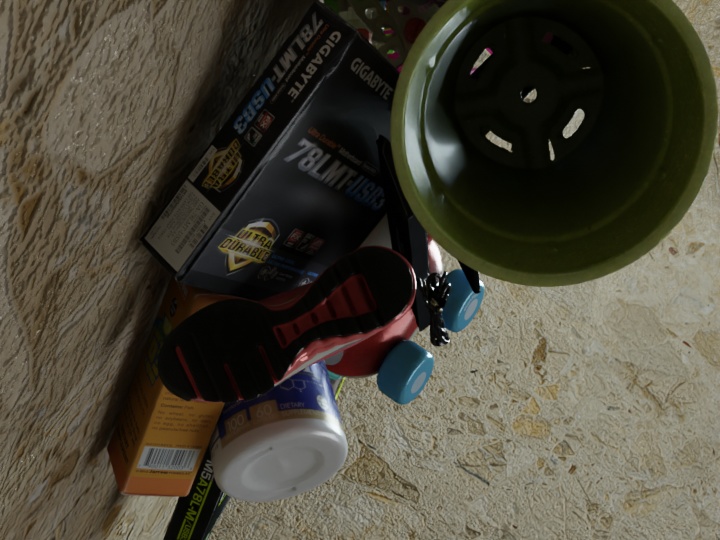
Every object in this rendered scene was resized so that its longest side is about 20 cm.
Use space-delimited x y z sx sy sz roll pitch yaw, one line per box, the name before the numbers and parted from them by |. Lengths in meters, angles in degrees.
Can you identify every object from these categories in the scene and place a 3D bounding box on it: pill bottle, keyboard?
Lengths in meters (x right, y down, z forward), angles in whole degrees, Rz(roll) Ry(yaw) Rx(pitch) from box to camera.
pill bottle | -0.091 0.095 0.843 0.120 0.118 0.201 114 -33 -44
keyboard | 0.045 -0.005 0.701 0.200 0.020 0.128 76 -4 -64

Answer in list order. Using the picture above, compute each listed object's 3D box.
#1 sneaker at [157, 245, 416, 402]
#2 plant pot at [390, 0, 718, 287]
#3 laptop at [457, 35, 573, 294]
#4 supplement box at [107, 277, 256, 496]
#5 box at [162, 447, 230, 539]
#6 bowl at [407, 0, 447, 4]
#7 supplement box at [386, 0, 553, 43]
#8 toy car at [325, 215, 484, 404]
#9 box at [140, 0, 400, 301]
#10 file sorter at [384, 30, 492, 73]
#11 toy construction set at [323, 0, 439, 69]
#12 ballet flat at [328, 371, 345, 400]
sneaker | -0.050 0.051 0.683 0.198 0.074 0.087 -21 167 -1
plant pot | 0.126 -0.113 0.649 0.190 0.198 0.202 -70 -175 -72
laptop | 0.131 -0.113 0.855 0.188 0.115 0.202 -100 180 -70
supplement box | -0.147 0.090 0.761 0.201 0.068 0.067 -65 -145 19
box | -0.139 0.185 0.996 0.194 0.047 0.200 -64 179 26
bowl | 0.049 -0.255 0.653 0.094 0.201 0.201 -39 -167 32
supplement box | 0.096 -0.287 0.821 0.199 0.103 0.132 26 -89 50
toy car | 0.000 0.000 0.897 0.177 0.184 0.200 -52 154 -13
box | -0.036 -0.068 0.673 0.199 0.050 0.200 -50 157 8
file sorter | 0.085 -0.257 1.180 0.125 0.139 0.201 -19 149 -33
toy construction set | 0.006 -0.193 0.790 0.200 0.091 0.133 157 -70 -73
ballet flat | -0.053 0.118 1.012 0.067 0.067 0.201 11 -113 55
